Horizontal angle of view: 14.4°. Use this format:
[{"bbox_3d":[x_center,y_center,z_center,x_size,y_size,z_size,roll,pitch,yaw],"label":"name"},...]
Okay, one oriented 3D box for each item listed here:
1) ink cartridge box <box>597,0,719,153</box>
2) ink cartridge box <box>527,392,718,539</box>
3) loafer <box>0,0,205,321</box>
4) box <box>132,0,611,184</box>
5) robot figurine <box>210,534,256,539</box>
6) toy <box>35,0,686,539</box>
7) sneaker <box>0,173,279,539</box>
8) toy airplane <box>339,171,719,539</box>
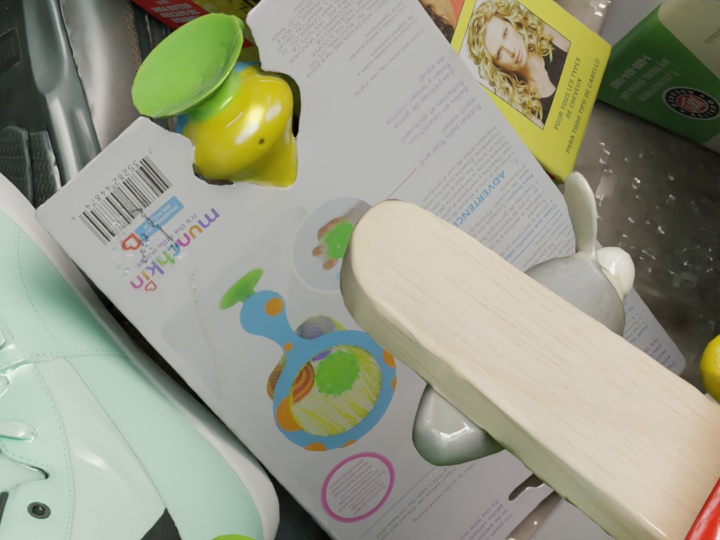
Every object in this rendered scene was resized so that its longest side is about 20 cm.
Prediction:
[{"bbox_3d":[0.189,-0.070,0.864,0.199,0.145,0.088,25,71,-8],"label":"ink cartridge box"},{"bbox_3d":[0.142,0.132,0.807,0.200,0.145,0.084,43,70,-3],"label":"ink cartridge box"},{"bbox_3d":[-0.084,-0.083,0.842,0.063,0.072,0.202,-5,86,-36],"label":"loafer"},{"bbox_3d":[-0.022,-0.089,0.806,0.200,0.075,0.050,34,66,-36],"label":"box"},{"bbox_3d":[0.002,0.150,0.685,0.199,0.115,0.177,-18,98,-38],"label":"robot figurine"},{"bbox_3d":[0.000,0.000,0.810,0.115,0.047,0.200,-43,131,-3],"label":"toy"},{"bbox_3d":[-0.113,0.037,0.755,0.200,0.074,0.118,40,26,-5],"label":"sneaker"},{"bbox_3d":[0.105,0.062,0.663,0.198,0.141,0.201,-9,68,-3],"label":"toy airplane"}]
